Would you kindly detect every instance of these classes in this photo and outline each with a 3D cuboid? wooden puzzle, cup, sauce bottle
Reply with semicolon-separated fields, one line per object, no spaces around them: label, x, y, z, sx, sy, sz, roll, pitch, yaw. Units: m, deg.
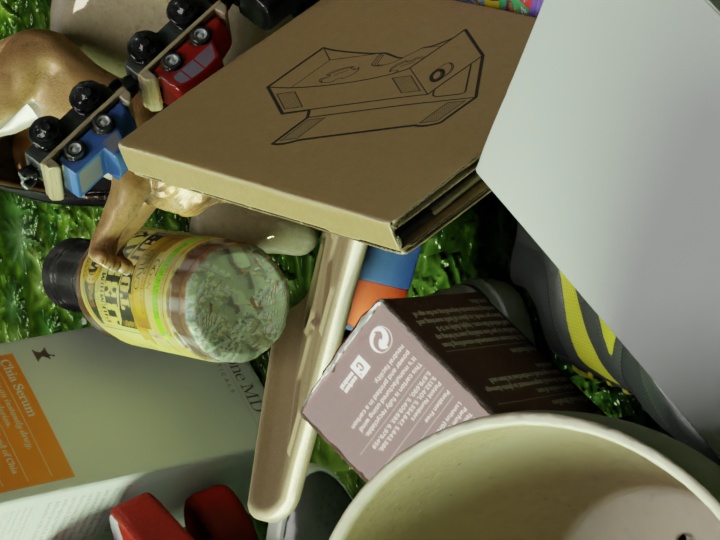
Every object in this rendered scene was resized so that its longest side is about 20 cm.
wooden puzzle;0.000;0.000;1.452;0.186;0.046;0.201;-84;13;-57
cup;0.098;0.146;1.179;0.199;0.143;0.201;3;97;25
sauce bottle;-0.109;0.010;1.561;0.200;0.064;0.065;5;103;59

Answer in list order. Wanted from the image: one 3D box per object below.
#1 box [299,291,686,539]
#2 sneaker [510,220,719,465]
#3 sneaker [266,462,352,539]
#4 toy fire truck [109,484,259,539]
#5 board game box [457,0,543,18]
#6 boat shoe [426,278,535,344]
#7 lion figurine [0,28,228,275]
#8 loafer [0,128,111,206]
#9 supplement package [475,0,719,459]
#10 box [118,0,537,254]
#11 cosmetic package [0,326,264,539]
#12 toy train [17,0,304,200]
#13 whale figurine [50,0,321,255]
box;0.079;0.101;1.329;0.200;0.100;0.075;44;111;22
sneaker;0.130;0.025;1.324;0.085;0.074;0.200;106;146;-41
sneaker;0.013;0.196;1.527;0.099;0.071;0.201;-3;100;52
toy fire truck;-0.082;0.218;1.556;0.168;0.112;0.201;-140;34;-60
board game box;0.046;-0.209;1.395;0.158;0.039;0.201;-26;77;54
boat shoe;0.058;0.106;1.436;0.073;0.067;0.201;-26;77;54
lion figurine;-0.134;-0.075;1.493;0.199;0.072;0.123;28;90;11
loafer;-0.150;-0.065;1.681;0.200;0.072;0.073;-11;88;54
supplement package;0.164;-0.043;1.213;0.200;0.111;0.156;52;136;34
box;0.008;-0.076;1.373;0.200;0.163;0.021;17;136;47
cosmetic package;-0.150;0.091;1.609;0.102;0.199;0.071;59;140;27
toy train;-0.087;-0.101;1.447;0.046;0.200;0.034;39;158;19
whale figurine;-0.079;-0.101;1.565;0.159;0.104;0.201;-13;112;25
